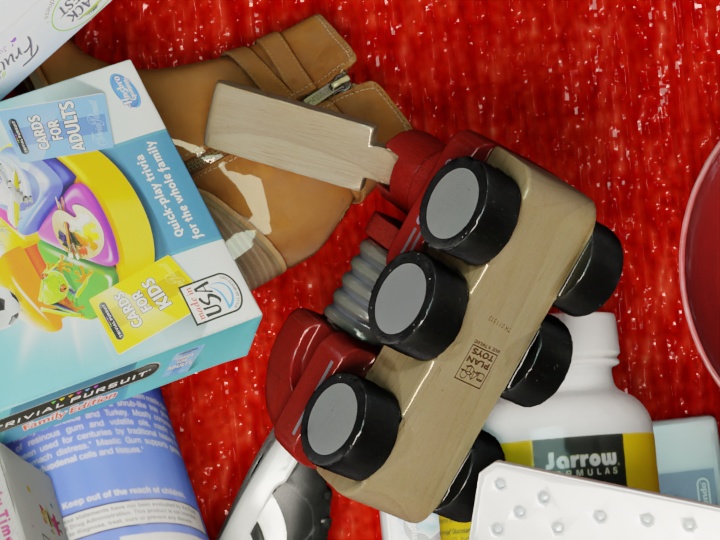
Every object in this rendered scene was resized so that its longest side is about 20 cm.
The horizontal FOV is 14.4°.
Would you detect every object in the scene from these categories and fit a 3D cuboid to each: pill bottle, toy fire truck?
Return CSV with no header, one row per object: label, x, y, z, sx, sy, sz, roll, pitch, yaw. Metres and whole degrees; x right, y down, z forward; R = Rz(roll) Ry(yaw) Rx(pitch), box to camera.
pill bottle,-0.145,0.094,1.414,0.111,0.112,0.201,-18,64,-4
pill bottle,0.094,0.125,1.419,0.111,0.112,0.202,-5,85,-3
toy fire truck,0.000,0.000,1.385,0.128,0.200,0.177,24,99,-36

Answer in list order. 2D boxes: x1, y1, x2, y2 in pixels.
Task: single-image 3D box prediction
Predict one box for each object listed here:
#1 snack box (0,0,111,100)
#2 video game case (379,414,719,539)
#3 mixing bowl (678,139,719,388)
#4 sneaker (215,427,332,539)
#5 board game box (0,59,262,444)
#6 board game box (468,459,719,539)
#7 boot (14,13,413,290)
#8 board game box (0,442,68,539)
snack box,-0.221,-0.127,1.436,0.200,0.142,0.053,-43,133,-5
video game case,0.107,0.184,1.481,0.181,0.023,0.202,-6,86,-3
mixing bowl,0.252,0.003,1.460,0.198,0.108,0.202,0,84,-3
sneaker,-0.026,0.163,1.458,0.111,0.073,0.201,28,93,-3
board game box,-0.168,0.000,1.351,0.199,0.047,0.152,-20,69,-23
board game box,0.140,0.201,1.327,0.198,0.026,0.202,11,102,12
boot,-0.081,-0.090,1.472,0.155,0.077,0.200,-39,77,-12
board game box,-0.221,0.189,1.303,0.199,0.064,0.148,-26,60,10
